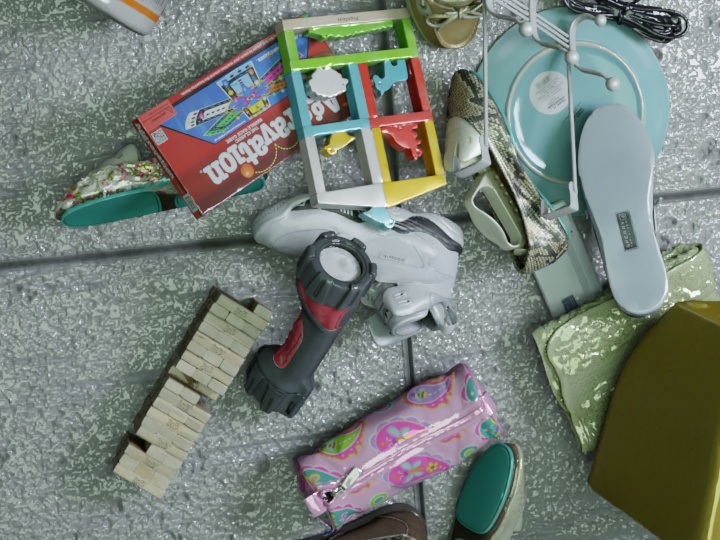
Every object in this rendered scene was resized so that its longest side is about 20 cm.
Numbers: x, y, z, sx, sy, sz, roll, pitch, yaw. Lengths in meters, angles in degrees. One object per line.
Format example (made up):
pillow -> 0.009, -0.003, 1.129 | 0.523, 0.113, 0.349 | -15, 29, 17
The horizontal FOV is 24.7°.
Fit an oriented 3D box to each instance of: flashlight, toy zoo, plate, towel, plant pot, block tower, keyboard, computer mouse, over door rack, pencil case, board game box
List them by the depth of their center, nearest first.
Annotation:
over door rack -> 0.161, -0.159, 1.449 | 0.148, 0.067, 0.200 | 22, 72, -44
board game box -> -0.096, -0.140, 1.464 | 0.200, 0.019, 0.103 | -37, 97, -27
flashlight -> -0.052, 0.050, 1.468 | 0.068, 0.068, 0.200 | 14, 139, -19
toy zoo -> 0.004, -0.134, 1.485 | 0.131, 0.020, 0.200 | -10, 85, -25
plant pot -> 0.351, 0.135, 1.506 | 0.195, 0.194, 0.200 | 1, 105, -25
block tower -> -0.157, 0.107, 1.515 | 0.058, 0.054, 0.200 | 32, 91, -13
computer mouse -> 0.257, -0.323, 1.536 | 0.140, 0.046, 0.200 | 12, 101, -8
pencil case -> 0.033, 0.167, 1.542 | 0.200, 0.087, 0.088 | -28, 102, -6
plate -> 0.201, -0.149, 1.557 | 0.200, 0.026, 0.200 | -2, 99, -10
towel -> 0.272, 0.076, 1.584 | 0.200, 0.036, 0.149 | -29, 107, -11
keyboard -> 0.210, 0.031, 1.586 | 0.056, 0.011, 0.200 | -25, 105, 0

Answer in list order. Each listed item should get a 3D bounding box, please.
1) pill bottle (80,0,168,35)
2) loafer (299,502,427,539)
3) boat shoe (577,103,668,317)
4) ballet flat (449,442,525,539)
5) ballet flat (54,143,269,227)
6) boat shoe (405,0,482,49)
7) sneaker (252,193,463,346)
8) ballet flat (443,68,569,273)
pill bottle -> -0.184, -0.316, 1.421 | 0.114, 0.114, 0.200 | 30, 91, -13
loafer -> -0.025, 0.285, 1.554 | 0.200, 0.071, 0.073 | -31, 102, -4
boat shoe -> 0.247, -0.054, 1.535 | 0.073, 0.068, 0.200 | -15, 83, 2
ballet flat -> 0.121, 0.258, 1.591 | 0.062, 0.067, 0.200 | 16, 99, -40
ballet flat -> -0.181, -0.087, 1.486 | 0.200, 0.076, 0.064 | -11, 69, -13
boat shoe -> 0.083, -0.266, 1.451 | 0.073, 0.063, 0.201 | -18, 141, -15
sneaker -> 0.000, 0.000, 1.493 | 0.200, 0.075, 0.115 | 7, 58, -14
ballet flat -> 0.121, -0.086, 1.512 | 0.075, 0.068, 0.200 | -33, 98, -26
